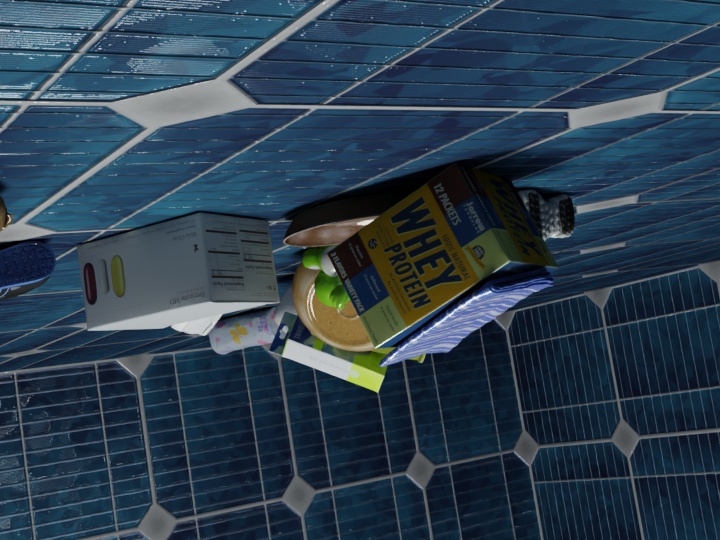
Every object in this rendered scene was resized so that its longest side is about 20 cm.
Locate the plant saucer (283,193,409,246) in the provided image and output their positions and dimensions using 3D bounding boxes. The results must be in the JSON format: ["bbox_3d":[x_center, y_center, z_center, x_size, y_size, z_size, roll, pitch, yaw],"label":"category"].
[{"bbox_3d":[-0.005,-0.067,1.528,0.198,0.035,0.200,-8,173,-1],"label":"plant saucer"}]

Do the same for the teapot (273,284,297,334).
[{"bbox_3d":[-0.054,0.069,2.169,0.199,0.147,0.198,24,164,21],"label":"teapot"}]

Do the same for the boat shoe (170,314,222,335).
[{"bbox_3d":[-0.194,0.026,1.625,0.068,0.072,0.200,22,127,-27],"label":"boat shoe"}]

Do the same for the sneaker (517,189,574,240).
[{"bbox_3d":[0.235,-0.074,1.672,0.080,0.076,0.199,-3,178,32],"label":"sneaker"}]

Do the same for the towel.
[{"bbox_3d":[0.130,0.060,1.423,0.144,0.024,0.200,-9,157,-50],"label":"towel"}]

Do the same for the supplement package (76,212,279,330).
[{"bbox_3d":[-0.231,0.006,1.492,0.198,0.112,0.155,-13,173,28],"label":"supplement package"}]

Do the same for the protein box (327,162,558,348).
[{"bbox_3d":[0.106,-0.012,1.450,0.199,0.136,0.198,-34,164,21],"label":"protein box"}]

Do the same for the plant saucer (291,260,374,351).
[{"bbox_3d":[-0.015,0.050,1.845,0.198,0.202,0.036,-11,-155,18],"label":"plant saucer"}]

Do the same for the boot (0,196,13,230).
[{"bbox_3d":[-0.352,-0.054,1.075,0.075,0.074,0.199,-27,-172,-32],"label":"boot"}]

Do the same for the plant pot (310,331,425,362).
[{"bbox_3d":[0.013,0.049,1.955,0.191,0.203,0.200,3,173,-3],"label":"plant pot"}]

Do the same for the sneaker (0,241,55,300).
[{"bbox_3d":[-0.464,0.011,1.391,0.198,0.071,0.078,-7,167,-28],"label":"sneaker"}]

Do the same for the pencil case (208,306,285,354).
[{"bbox_3d":[-0.259,0.140,2.737,0.198,0.084,0.090,-14,178,33],"label":"pencil case"}]

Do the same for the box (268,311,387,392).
[{"bbox_3d":[-0.046,0.124,2.009,0.198,0.048,0.122,21,-145,-1],"label":"box"}]

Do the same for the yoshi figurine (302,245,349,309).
[{"bbox_3d":[0.005,0.012,1.680,0.198,0.113,0.112,8,163,36],"label":"yoshi figurine"}]
